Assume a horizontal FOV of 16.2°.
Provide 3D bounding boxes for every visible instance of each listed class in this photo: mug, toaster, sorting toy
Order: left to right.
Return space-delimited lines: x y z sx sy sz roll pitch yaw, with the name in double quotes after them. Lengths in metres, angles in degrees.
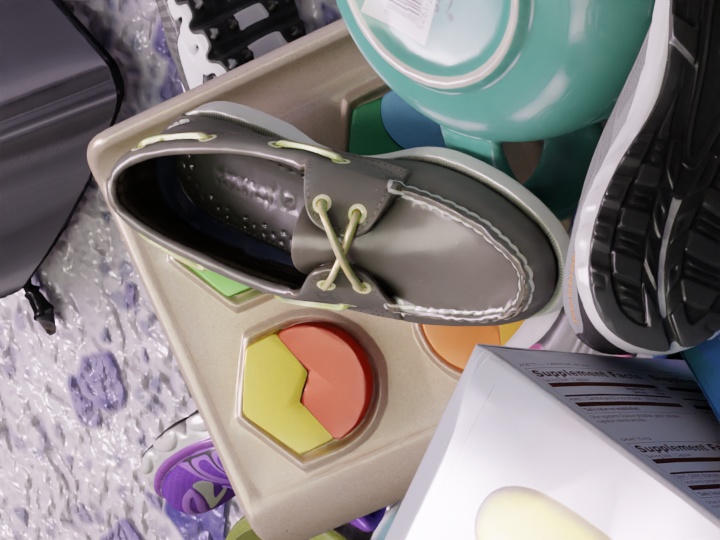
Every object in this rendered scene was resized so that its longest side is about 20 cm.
-0.222 -0.075 1.258 0.200 0.119 0.181 49 136 15 "toaster"
0.000 0.000 1.077 0.185 0.036 0.200 -24 95 12 "sorting toy"
0.067 -0.112 0.969 0.152 0.114 0.185 -21 94 46 "mug"

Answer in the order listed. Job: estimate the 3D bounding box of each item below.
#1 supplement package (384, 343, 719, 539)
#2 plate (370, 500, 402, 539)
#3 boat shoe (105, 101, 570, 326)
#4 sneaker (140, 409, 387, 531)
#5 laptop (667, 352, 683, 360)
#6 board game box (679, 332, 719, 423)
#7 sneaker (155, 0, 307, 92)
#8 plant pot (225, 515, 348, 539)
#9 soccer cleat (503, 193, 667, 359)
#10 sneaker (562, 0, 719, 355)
0.110 0.156 0.874 0.200 0.147 0.192 36 109 38 "supplement package"
0.082 0.183 1.162 0.200 0.026 0.201 20 122 35 "plate"
-0.011 -0.016 0.995 0.201 0.060 0.072 18 118 33 "boat shoe"
-0.027 0.087 1.174 0.200 0.081 0.084 -24 88 46 "sneaker"
0.195 0.098 0.955 0.200 0.103 0.178 -22 93 42 "laptop"
0.176 -0.001 0.838 0.045 0.200 0.152 29 105 -15 "board game box"
-0.054 -0.065 1.141 0.090 0.066 0.200 -30 90 44 "sneaker"
-0.079 0.241 1.198 0.200 0.190 0.200 35 138 39 "plant pot"
0.101 0.027 1.018 0.070 0.086 0.200 37 121 18 "soccer cleat"
0.121 -0.059 0.910 0.074 0.200 0.079 29 164 -7 "sneaker"
